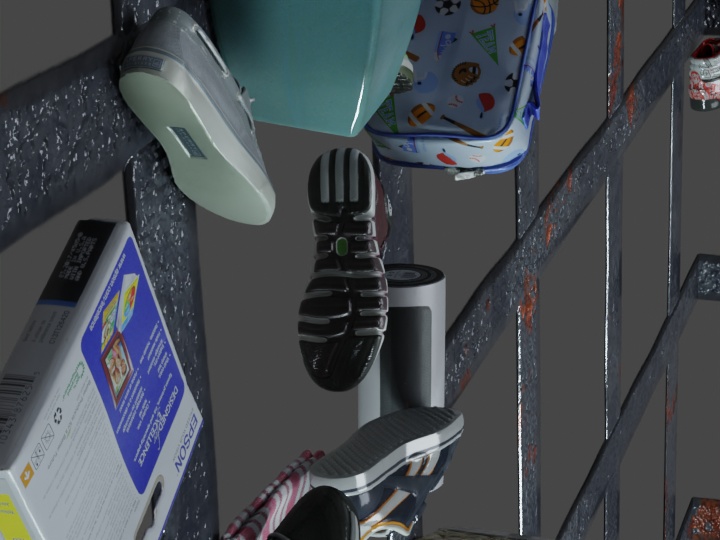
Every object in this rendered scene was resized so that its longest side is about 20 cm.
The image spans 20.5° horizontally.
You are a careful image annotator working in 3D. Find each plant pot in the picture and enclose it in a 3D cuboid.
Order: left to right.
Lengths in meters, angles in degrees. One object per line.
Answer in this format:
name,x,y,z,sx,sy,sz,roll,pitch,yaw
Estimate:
plant pot,-0.030,-0.210,1.439,0.141,0.141,0.201,-56,153,-56

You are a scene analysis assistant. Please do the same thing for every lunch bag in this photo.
lunch bag,0.091,-0.176,1.759,0.076,0.160,0.201,61,37,-58

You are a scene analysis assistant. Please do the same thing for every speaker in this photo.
speaker,0.037,0.100,1.795,0.081,0.081,0.201,-37,130,-66

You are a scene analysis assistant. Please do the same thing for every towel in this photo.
towel,-0.066,0.245,1.603,0.200,0.030,0.147,-40,131,-65

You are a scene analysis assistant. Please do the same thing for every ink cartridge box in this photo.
ink cartridge box,-0.168,0.106,1.242,0.200,0.047,0.198,78,24,-46

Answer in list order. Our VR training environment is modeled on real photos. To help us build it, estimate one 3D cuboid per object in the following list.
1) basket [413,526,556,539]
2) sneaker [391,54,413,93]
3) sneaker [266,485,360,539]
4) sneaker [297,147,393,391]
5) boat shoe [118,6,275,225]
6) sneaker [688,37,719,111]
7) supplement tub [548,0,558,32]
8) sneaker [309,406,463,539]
basket,0.148,0.338,2.013,0.123,0.199,0.136,13,82,-67
sneaker,-0.008,-0.211,1.621,0.200,0.077,0.089,54,31,-70
sneaker,-0.073,0.237,1.473,0.116,0.075,0.201,47,61,-49
sneaker,0.000,0.000,1.672,0.115,0.075,0.201,1,93,-75
boat shoe,-0.099,-0.104,1.347,0.201,0.070,0.072,60,45,-55
sneaker,0.640,-0.353,3.409,0.201,0.067,0.108,-25,119,-32
supplement tub,0.134,-0.324,1.911,0.122,0.122,0.201,-12,106,-71
sneaker,0.023,0.177,1.688,0.200,0.078,0.080,-25,113,-52
